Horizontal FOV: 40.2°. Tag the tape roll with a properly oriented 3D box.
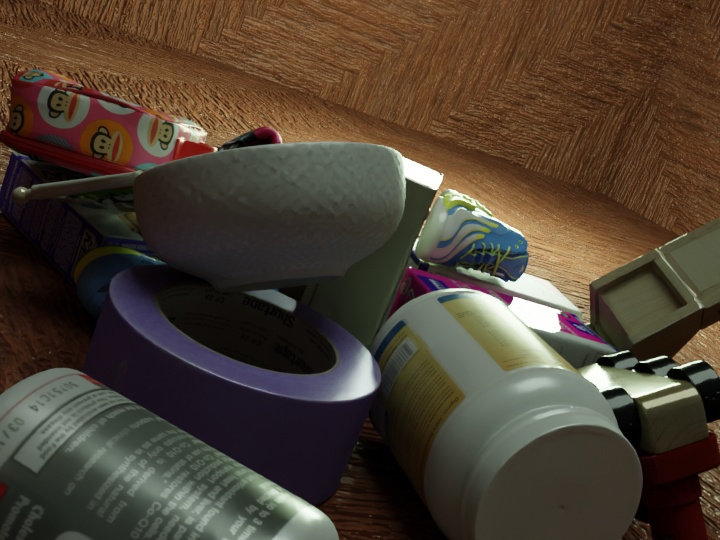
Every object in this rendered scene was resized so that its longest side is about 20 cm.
[{"bbox_3d":[-0.091,0.076,0.689,0.198,0.086,0.200,21,14,-5],"label":"tape roll"}]

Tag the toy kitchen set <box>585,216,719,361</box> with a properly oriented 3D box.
[{"bbox_3d":[0.343,0.088,0.981,0.164,0.179,0.201,61,-5,35],"label":"toy kitchen set"}]

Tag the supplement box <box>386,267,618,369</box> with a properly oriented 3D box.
[{"bbox_3d":[0.127,0.082,0.923,0.198,0.104,0.101,14,16,-23],"label":"supplement box"}]

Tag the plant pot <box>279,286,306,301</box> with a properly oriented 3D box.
[{"bbox_3d":[-0.061,-0.026,1.000,0.199,0.093,0.201,-15,17,5],"label":"plant pot"}]

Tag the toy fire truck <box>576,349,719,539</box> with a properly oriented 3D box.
[{"bbox_3d":[0.235,0.172,0.784,0.128,0.202,0.176,-14,2,-14],"label":"toy fire truck"}]

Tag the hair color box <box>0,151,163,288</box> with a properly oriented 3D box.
[{"bbox_3d":[-0.247,-0.042,0.923,0.109,0.065,0.200,7,22,-47],"label":"hair color box"}]

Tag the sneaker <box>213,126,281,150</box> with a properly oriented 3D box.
[{"bbox_3d":[-0.164,-0.099,1.090,0.081,0.075,0.200,43,50,-1],"label":"sneaker"}]

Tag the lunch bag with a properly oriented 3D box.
[{"bbox_3d":[-0.216,-0.122,0.908,0.175,0.083,0.200,15,5,2],"label":"lunch bag"}]

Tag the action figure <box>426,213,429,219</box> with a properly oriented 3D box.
[{"bbox_3d":[-0.006,-0.049,1.087,0.199,0.066,0.051,-9,1,41],"label":"action figure"}]

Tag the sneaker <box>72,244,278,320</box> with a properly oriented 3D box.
[{"bbox_3d":[-0.144,0.030,0.833,0.199,0.066,0.079,7,32,-44],"label":"sneaker"}]

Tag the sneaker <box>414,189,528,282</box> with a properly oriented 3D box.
[{"bbox_3d":[0.123,-0.031,1.004,0.104,0.076,0.200,26,15,11],"label":"sneaker"}]

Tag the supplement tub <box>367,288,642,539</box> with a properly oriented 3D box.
[{"bbox_3d":[0.095,0.113,0.706,0.144,0.146,0.200,15,16,-25],"label":"supplement tub"}]

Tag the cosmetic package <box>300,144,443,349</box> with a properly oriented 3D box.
[{"bbox_3d":[0.000,0.000,0.859,0.073,0.201,0.104,22,14,3],"label":"cosmetic package"}]

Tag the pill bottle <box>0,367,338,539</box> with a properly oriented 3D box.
[{"bbox_3d":[-0.080,0.136,0.431,0.199,0.115,0.114,26,15,16],"label":"pill bottle"}]

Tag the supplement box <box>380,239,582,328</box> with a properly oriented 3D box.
[{"bbox_3d":[0.123,0.045,1.077,0.198,0.104,0.101,16,15,-17],"label":"supplement box"}]

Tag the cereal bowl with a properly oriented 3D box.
[{"bbox_3d":[-0.061,-0.031,0.708,0.198,0.084,0.200,-7,-4,0],"label":"cereal bowl"}]

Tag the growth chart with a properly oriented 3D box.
[{"bbox_3d":[-0.173,-0.062,0.813,0.143,0.018,0.200,-8,-5,24],"label":"growth chart"}]
